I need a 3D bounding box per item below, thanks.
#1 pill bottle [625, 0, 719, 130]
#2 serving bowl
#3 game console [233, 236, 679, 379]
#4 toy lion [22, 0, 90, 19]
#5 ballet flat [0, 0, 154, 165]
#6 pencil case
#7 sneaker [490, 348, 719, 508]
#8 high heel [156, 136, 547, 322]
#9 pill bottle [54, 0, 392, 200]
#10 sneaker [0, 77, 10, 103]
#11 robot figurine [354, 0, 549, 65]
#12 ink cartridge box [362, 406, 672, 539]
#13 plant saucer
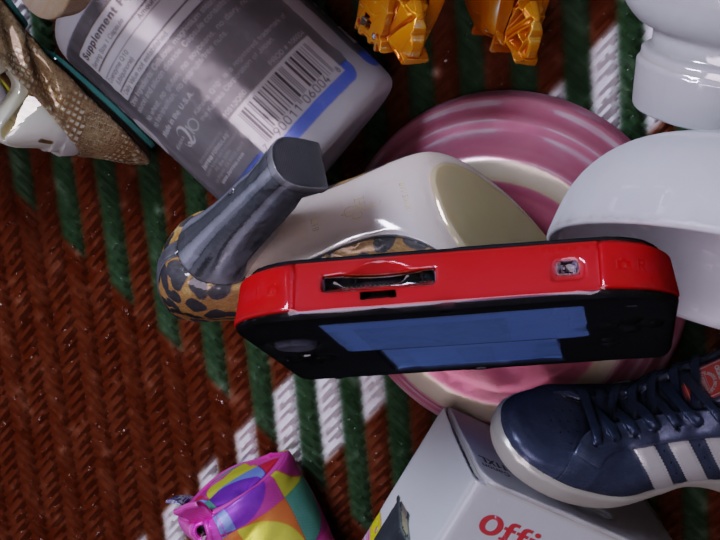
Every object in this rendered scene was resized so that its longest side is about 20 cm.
[{"bbox_3d":[0.181,-0.170,0.720,0.111,0.112,0.202,12,112,15],"label":"pill bottle"},{"bbox_3d":[0.190,-0.018,0.719,0.198,0.200,0.067,15,81,14],"label":"serving bowl"},{"bbox_3d":[0.050,0.027,0.742,0.197,0.177,0.031,-4,73,9],"label":"game console"},{"bbox_3d":[-0.172,-0.224,0.693,0.199,0.068,0.194,19,121,40],"label":"toy lion"},{"bbox_3d":[-0.198,-0.110,0.862,0.065,0.070,0.200,-50,122,-10],"label":"ballet flat"},{"bbox_3d":[-0.042,0.209,0.952,0.088,0.088,0.201,-23,101,25],"label":"pencil case"},{"bbox_3d":[0.165,0.070,0.792,0.198,0.075,0.085,2,137,-19],"label":"sneaker"},{"bbox_3d":[0.000,0.000,0.797,0.198,0.072,0.142,17,143,-30],"label":"high heel"},{"bbox_3d":[-0.090,-0.127,0.830,0.200,0.114,0.114,43,117,1],"label":"pill bottle"},{"bbox_3d":[-0.275,-0.138,0.871,0.074,0.085,0.200,-28,117,40],"label":"sneaker"},{"bbox_3d":[0.068,-0.199,0.747,0.058,0.144,0.202,52,137,45],"label":"robot figurine"},{"bbox_3d":[0.066,0.198,0.865,0.145,0.083,0.201,25,107,-19],"label":"ink cartridge box"},{"bbox_3d":[0.080,0.005,0.853,0.198,0.051,0.203,6,111,17],"label":"plant saucer"}]
